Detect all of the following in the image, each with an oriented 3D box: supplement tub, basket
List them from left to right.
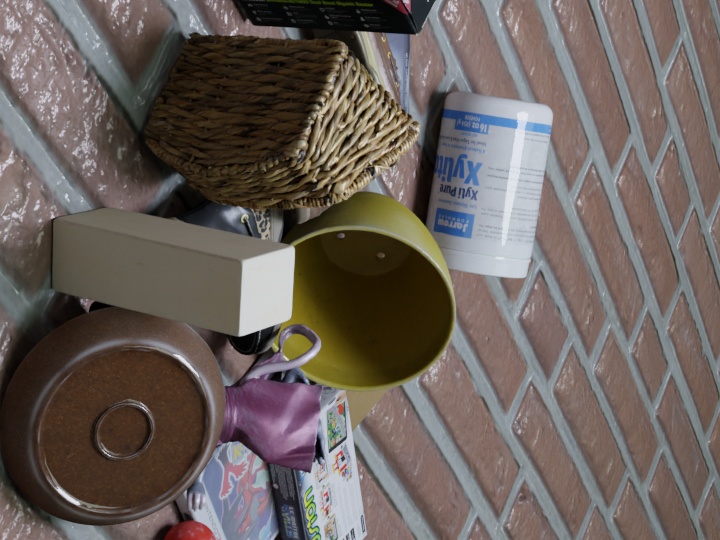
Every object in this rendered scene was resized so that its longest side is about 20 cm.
[{"bbox_3d":[-0.072,-0.112,1.469,0.149,0.199,0.144,41,65,-48],"label":"basket"},{"bbox_3d":[0.147,-0.100,1.925,0.132,0.131,0.202,1,98,-59],"label":"supplement tub"}]

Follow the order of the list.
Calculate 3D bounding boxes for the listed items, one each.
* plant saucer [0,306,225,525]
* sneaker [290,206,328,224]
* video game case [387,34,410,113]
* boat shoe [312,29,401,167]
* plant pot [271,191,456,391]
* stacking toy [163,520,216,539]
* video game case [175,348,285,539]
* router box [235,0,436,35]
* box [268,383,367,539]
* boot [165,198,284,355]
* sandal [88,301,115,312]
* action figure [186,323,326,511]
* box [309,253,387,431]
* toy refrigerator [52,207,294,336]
[{"bbox_3d":[-0.203,0.131,1.402,0.198,0.034,0.202,-9,112,-23],"label":"plant saucer"},{"bbox_3d":[-0.037,-0.094,1.587,0.200,0.075,0.071,-104,178,-81],"label":"sneaker"},{"bbox_3d":[-0.004,-0.184,1.752,0.199,0.019,0.144,-26,122,-53],"label":"video game case"},{"bbox_3d":[0.013,-0.197,1.688,0.068,0.071,0.201,-50,137,-35],"label":"boat shoe"},{"bbox_3d":[0.000,0.000,1.685,0.143,0.198,0.202,-83,165,-55],"label":"plant pot"},{"bbox_3d":[-0.155,0.339,1.622,0.085,0.085,0.202,-28,120,-52],"label":"stacking toy"},{"bbox_3d":[-0.112,0.206,1.699,0.200,0.023,0.183,-53,141,-37],"label":"video game case"},{"bbox_3d":[-0.006,-0.297,1.527,0.151,0.198,0.062,-63,141,-25],"label":"router box"},{"bbox_3d":[-0.045,0.230,1.762,0.110,0.034,0.202,-42,134,-45],"label":"box"},{"bbox_3d":[-0.139,0.011,1.539,0.150,0.073,0.202,-30,138,-43],"label":"boot"},{"bbox_3d":[-0.217,0.123,1.448,0.045,0.075,0.202,-21,121,-43],"label":"sandal"},{"bbox_3d":[-0.126,0.131,1.526,0.198,0.134,0.151,4,103,-26],"label":"action figure"},{"bbox_3d":[0.003,0.078,1.850,0.200,0.021,0.165,-46,137,-42],"label":"box"},{"bbox_3d":[-0.157,0.001,1.377,0.076,0.198,0.071,-17,115,-57],"label":"toy refrigerator"}]
